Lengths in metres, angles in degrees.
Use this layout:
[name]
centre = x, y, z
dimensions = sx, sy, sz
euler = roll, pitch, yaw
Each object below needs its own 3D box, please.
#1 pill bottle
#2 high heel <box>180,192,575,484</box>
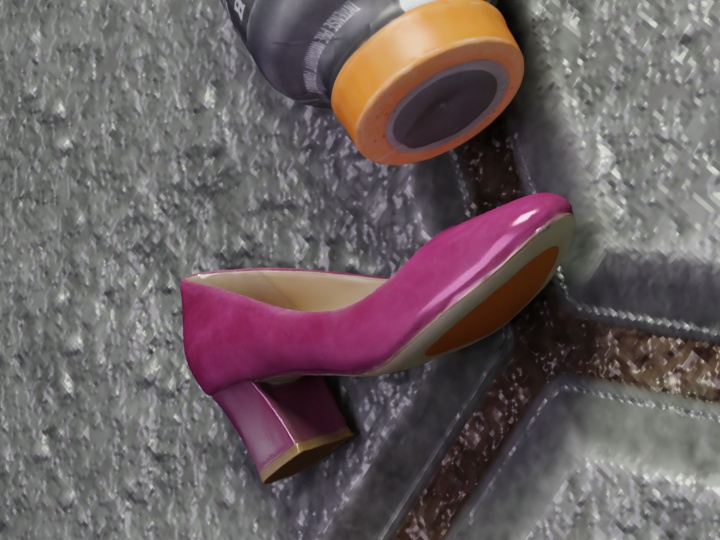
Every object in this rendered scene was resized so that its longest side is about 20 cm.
[pill bottle]
centre = -0.012, -0.137, 0.873
dimensions = 0.106, 0.106, 0.200
euler = -46, 59, 29
[high heel]
centre = 0.000, 0.000, 0.877
dimensions = 0.200, 0.067, 0.096
euler = -43, 70, 45
